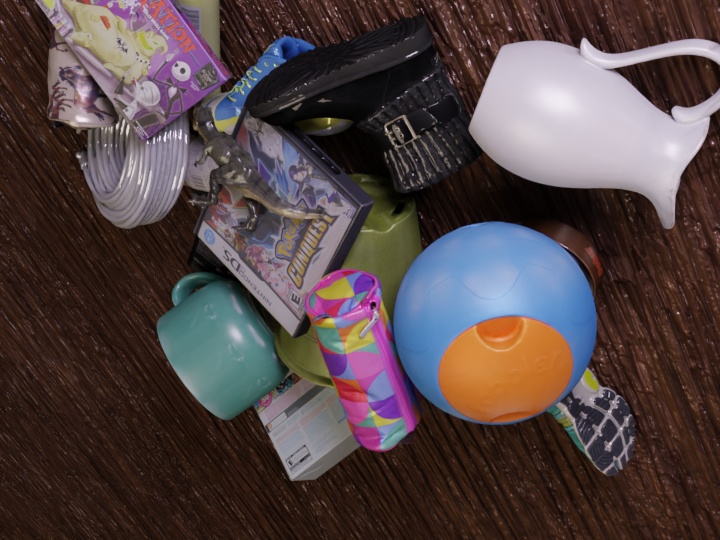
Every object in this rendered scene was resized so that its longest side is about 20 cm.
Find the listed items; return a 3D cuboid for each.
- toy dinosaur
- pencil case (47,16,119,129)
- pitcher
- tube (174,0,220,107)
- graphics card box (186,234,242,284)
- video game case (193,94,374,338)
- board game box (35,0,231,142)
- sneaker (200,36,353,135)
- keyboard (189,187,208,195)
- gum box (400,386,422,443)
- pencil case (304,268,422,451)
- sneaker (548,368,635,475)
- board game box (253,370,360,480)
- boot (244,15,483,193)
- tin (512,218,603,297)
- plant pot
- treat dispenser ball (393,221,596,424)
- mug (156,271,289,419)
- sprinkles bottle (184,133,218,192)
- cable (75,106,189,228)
[{"bbox_3d":[-0.128,-0.089,1.176,0.200,0.047,0.088,43,123,18],"label":"toy dinosaur"},{"bbox_3d":[-0.306,-0.256,1.239,0.078,0.089,0.200,0,98,-7],"label":"pencil case"},{"bbox_3d":[0.209,-0.145,0.982,0.200,0.121,0.172,22,123,4],"label":"pitcher"},{"bbox_3d":[-0.182,-0.246,1.251,0.052,0.058,0.200,-4,145,-9],"label":"tube"},{"bbox_3d":[-0.149,-0.013,1.413,0.125,0.051,0.200,36,159,-1],"label":"graphics card box"},{"bbox_3d":[-0.088,-0.056,1.199,0.181,0.025,0.200,45,131,21],"label":"video game case"},{"bbox_3d":[-0.241,-0.248,1.173,0.120,0.032,0.200,-34,101,13],"label":"board game box"},{"bbox_3d":[-0.096,-0.203,1.212,0.200,0.076,0.105,4,122,28],"label":"sneaker"},{"bbox_3d":[-0.130,-0.049,1.448,0.127,0.021,0.200,-7,127,53],"label":"keyboard"},{"bbox_3d":[-0.019,0.149,1.482,0.200,0.114,0.066,11,178,33],"label":"gum box"},{"bbox_3d":[0.005,0.094,1.168,0.088,0.088,0.200,8,133,34],"label":"pencil case"},{"bbox_3d":[0.251,0.155,1.322,0.200,0.077,0.080,52,162,-13],"label":"sneaker"},{"bbox_3d":[-0.066,0.143,1.435,0.147,0.064,0.200,-39,65,20],"label":"board game box"},{"bbox_3d":[0.005,-0.146,1.123,0.211,0.080,0.158,-15,123,20],"label":"boot"},{"bbox_3d":[0.172,0.001,1.229,0.200,0.042,0.112,-7,122,44],"label":"tin"},{"bbox_3d":[0.000,0.000,1.272,0.200,0.200,0.190,19,128,24],"label":"plant pot"},{"bbox_3d":[0.133,0.052,1.118,0.201,0.201,0.201,23,142,19],"label":"treat dispenser ball"},{"bbox_3d":[-0.165,0.074,1.373,0.185,0.114,0.152,56,-172,4],"label":"mug"},{"bbox_3d":[-0.153,-0.121,1.344,0.200,0.068,0.068,14,139,29],"label":"sprinkles bottle"},{"bbox_3d":[-0.264,-0.148,1.322,0.200,0.069,0.200,-52,49,43],"label":"cable"}]
